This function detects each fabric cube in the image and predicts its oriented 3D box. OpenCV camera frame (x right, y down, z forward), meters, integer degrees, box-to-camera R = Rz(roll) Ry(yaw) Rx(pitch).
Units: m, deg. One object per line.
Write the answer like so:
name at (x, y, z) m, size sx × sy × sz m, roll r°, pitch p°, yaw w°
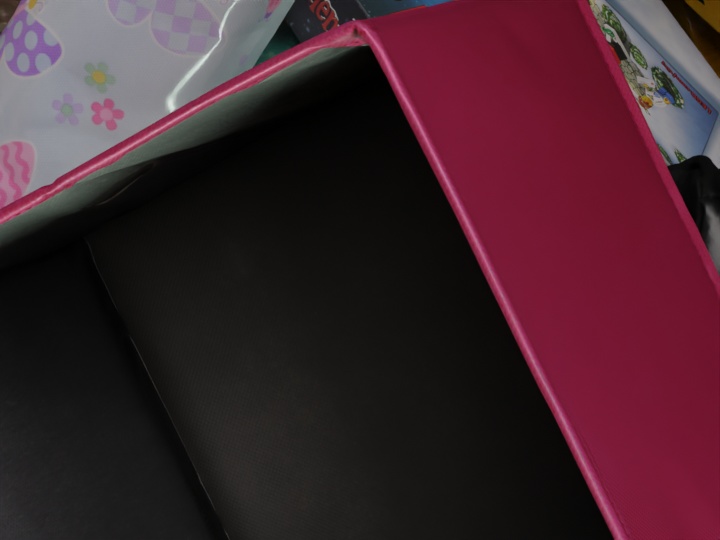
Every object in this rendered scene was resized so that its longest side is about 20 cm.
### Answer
fabric cube at (-0.006, 0.047, 0.727) m, size 0.199 × 0.199 × 0.197 m, roll -26°, pitch 92°, yaw 21°

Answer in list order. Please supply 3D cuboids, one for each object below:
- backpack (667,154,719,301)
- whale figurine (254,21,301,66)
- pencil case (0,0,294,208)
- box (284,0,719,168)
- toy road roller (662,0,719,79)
backpack at (0.184, 0.039, 0.865) m, size 0.199 × 0.127 × 0.168 m, roll 6°, pitch 109°, yaw -15°
whale figurine at (0.000, 0.000, 0.948) m, size 0.159 × 0.104 × 0.201 m, roll -21°, pitch 81°, yaw -13°
pencil case at (-0.094, -0.069, 0.893) m, size 0.091 × 0.083 × 0.200 m, roll 37°, pitch 115°, yaw 9°
box at (0.050, -0.086, 0.929) m, size 0.136 × 0.038 × 0.200 m, roll -18°, pitch 66°, yaw -39°
toy road roller at (0.150, -0.146, 0.976) m, size 0.122 × 0.146 × 0.200 m, roll -19°, pitch 38°, yaw -14°
